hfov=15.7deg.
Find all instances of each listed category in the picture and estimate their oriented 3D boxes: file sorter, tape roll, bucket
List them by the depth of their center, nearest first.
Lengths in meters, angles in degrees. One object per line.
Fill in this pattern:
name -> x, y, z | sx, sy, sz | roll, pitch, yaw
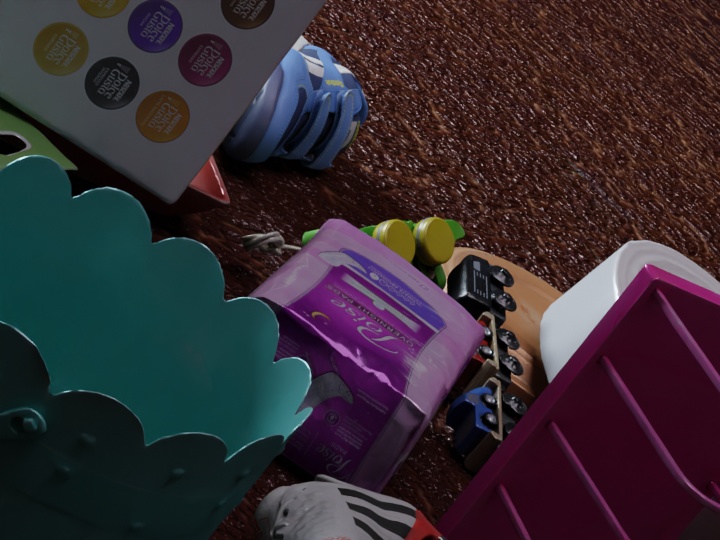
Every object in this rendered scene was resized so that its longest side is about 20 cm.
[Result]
bucket -> -0.136, 0.057, 1.110 | 0.207, 0.135, 0.207 | 32, 18, -12
file sorter -> 0.161, 0.128, 1.359 | 0.139, 0.200, 0.126 | 21, 26, -36
tape roll -> 0.208, 0.081, 1.672 | 0.202, 0.071, 0.203 | 38, 28, -24

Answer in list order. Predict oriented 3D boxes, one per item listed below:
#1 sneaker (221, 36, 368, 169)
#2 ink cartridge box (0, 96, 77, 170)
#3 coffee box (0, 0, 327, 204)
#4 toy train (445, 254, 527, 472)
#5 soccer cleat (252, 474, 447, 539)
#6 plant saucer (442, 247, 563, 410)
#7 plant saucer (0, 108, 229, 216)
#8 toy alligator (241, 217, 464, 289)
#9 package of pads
sneaker -> -0.039, -0.109, 1.777 | 0.082, 0.074, 0.200 | 37, 20, -2
ink cartridge box -> -0.255, -0.094, 1.386 | 0.200, 0.059, 0.104 | 44, 21, 22
coffee box -> -0.136, -0.196, 1.459 | 0.197, 0.200, 0.200 | 34, 12, -24
toy train -> 0.073, 0.054, 1.589 | 0.046, 0.034, 0.200 | 28, 30, -19
soccer cleat -> -0.021, 0.139, 1.233 | 0.085, 0.069, 0.200 | 30, 14, 12
plant saucer -> 0.117, 0.047, 1.733 | 0.200, 0.032, 0.200 | 32, 19, -13
plant saucer -> -0.187, -0.113, 1.588 | 0.199, 0.037, 0.200 | 26, 22, -28
toy alligator -> 0.000, 0.000, 1.623 | 0.199, 0.059, 0.055 | -5, 84, -49
package of pads -> -0.007, 0.045, 1.456 | 0.120, 0.076, 0.200 | 34, 19, 4
